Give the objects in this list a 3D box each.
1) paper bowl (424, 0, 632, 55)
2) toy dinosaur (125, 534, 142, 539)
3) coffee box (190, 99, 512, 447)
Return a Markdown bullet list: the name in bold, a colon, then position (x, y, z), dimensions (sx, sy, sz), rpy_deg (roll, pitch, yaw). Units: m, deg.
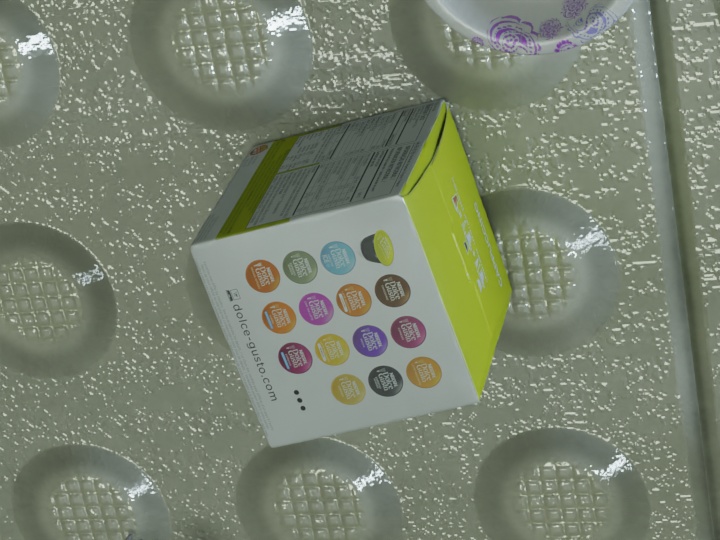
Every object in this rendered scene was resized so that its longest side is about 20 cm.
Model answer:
- **paper bowl**: position (0.138, -0.281, 1.734), dimensions (0.199, 0.104, 0.202), rpy_deg (6, 117, 11)
- **toy dinosaur**: position (-0.194, 0.365, 2.138), dimensions (0.104, 0.201, 0.182), rpy_deg (8, 152, -6)
- **coffee box**: position (0.000, 0.000, 1.861), dimensions (0.197, 0.200, 0.201), rpy_deg (-13, 113, 20)
